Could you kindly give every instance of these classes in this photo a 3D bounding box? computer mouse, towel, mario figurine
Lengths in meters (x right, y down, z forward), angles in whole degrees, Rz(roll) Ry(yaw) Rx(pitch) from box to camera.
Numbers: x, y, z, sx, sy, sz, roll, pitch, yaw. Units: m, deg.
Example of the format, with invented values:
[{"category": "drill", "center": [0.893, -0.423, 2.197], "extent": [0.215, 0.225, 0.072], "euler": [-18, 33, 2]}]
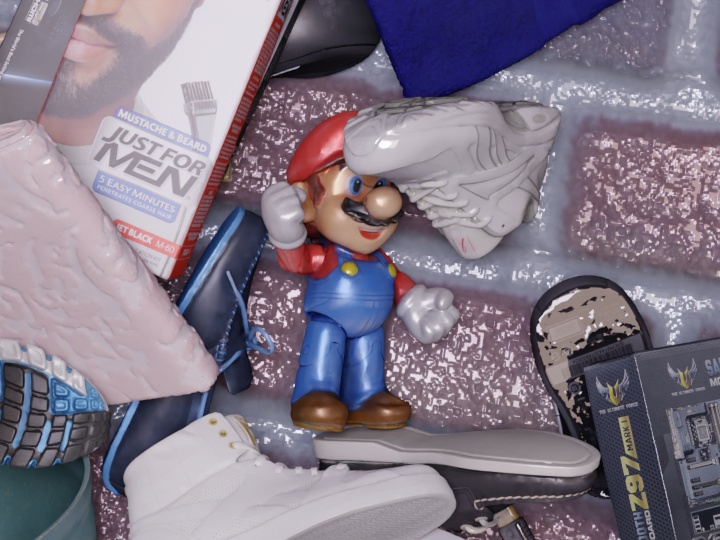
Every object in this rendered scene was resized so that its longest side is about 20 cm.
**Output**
[{"category": "computer mouse", "center": [0.141, 0.113, 1.122], "extent": [0.140, 0.046, 0.201], "euler": [-26, 91, 3]}, {"category": "towel", "center": [0.092, -0.203, 1.114], "extent": [0.199, 0.148, 0.050], "euler": [-30, 43, -4]}, {"category": "computer mouse", "center": [-0.081, -0.129, 1.142], "extent": [0.198, 0.046, 0.142], "euler": [-5, 85, 0]}, {"category": "mario figurine", "center": [0.000, 0.000, 1.099], "extent": [0.105, 0.123, 0.202], "euler": [-1, 90, 16]}, {"category": "towel", "center": [-0.205, 0.007, 1.046], "extent": [0.190, 0.032, 0.200], "euler": [-10, 129, 34]}]

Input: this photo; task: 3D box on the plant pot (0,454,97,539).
[{"category": "plant pot", "center": [-0.248, 0.198, 1.062], "extent": [0.199, 0.201, 0.135], "euler": [-10, 113, 0]}]

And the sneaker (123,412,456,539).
[{"category": "sneaker", "center": [-0.049, 0.126, 1.053], "extent": [0.198, 0.074, 0.116], "euler": [-17, 54, 1]}]

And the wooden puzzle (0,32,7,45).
[{"category": "wooden puzzle", "center": [-0.254, -0.045, 1.146], "extent": [0.184, 0.037, 0.202], "euler": [-13, 91, -1]}]

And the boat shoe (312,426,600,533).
[{"category": "boat shoe", "center": [0.057, 0.133, 1.081], "extent": [0.199, 0.074, 0.061], "euler": [-1, 97, 30]}]

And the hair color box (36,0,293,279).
[{"category": "hair color box", "center": [-0.124, -0.108, 1.050], "extent": [0.110, 0.064, 0.201], "euler": [22, 91, 1]}]

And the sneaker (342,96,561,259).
[{"category": "sneaker", "center": [0.062, -0.056, 1.075], "extent": [0.077, 0.199, 0.100], "euler": [3, 95, 39]}]

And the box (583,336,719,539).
[{"category": "box", "center": [0.237, 0.118, 1.068], "extent": [0.199, 0.051, 0.159], "euler": [-7, 82, -37]}]

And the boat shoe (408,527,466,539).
[{"category": "boat shoe", "center": [-0.012, 0.195, 1.078], "extent": [0.198, 0.071, 0.070], "euler": [8, 44, 17]}]

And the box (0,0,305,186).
[{"category": "box", "center": [-0.144, -0.123, 1.103], "extent": [0.159, 0.044, 0.201], "euler": [26, 92, 0]}]

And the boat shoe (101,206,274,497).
[{"category": "boat shoe", "center": [-0.098, 0.058, 1.123], "extent": [0.068, 0.084, 0.201], "euler": [25, 103, -5]}]

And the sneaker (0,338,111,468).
[{"category": "sneaker", "center": [-0.245, 0.080, 1.081], "extent": [0.198, 0.087, 0.076], "euler": [8, 80, 9]}]
